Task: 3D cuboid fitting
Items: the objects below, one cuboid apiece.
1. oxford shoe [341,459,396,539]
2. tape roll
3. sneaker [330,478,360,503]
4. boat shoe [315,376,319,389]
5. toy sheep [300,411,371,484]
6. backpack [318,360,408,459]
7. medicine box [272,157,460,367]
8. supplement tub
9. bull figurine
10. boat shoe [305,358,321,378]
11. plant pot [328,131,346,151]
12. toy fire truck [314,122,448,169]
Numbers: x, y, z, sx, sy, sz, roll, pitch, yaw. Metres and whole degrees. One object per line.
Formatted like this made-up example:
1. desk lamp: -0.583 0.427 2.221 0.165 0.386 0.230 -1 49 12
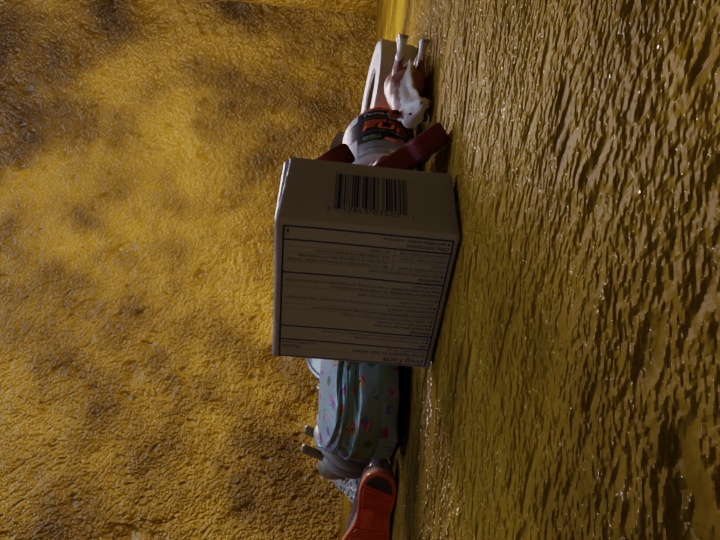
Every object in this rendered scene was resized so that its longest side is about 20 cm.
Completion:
1. oxford shoe: 0.015 0.372 1.131 0.073 0.070 0.204 -83 9 -71
2. tape roll: 0.048 -0.306 1.361 0.202 0.069 0.207 -170 90 -83
3. sneaker: -0.008 0.358 1.257 0.200 0.097 0.080 -93 9 -75
4. boat shoe: -0.054 0.182 1.357 0.073 0.059 0.204 -103 4 -51
5. toy sheep: -0.013 0.252 1.200 0.202 0.136 0.139 -61 12 23
6. backpack: 0.004 0.166 1.071 0.168 0.124 0.204 107 165 -64
7. medicine box: -0.001 -0.002 0.809 0.104 0.178 0.202 -88 4 -47
8. supplement tub: 0.029 -0.170 1.169 0.202 0.120 0.125 -90 5 -56
9. bull figurine: 0.070 -0.279 1.109 0.200 0.064 0.124 -101 19 -74
10. boat shoe: -0.057 0.109 1.233 0.076 0.060 0.202 -43 40 18
11. plant pot: 0.003 -0.158 1.477 0.200 0.132 0.205 13 -90 -84
12. toy fire truck: 0.025 -0.111 0.928 0.113 0.166 0.200 58 177 -1
